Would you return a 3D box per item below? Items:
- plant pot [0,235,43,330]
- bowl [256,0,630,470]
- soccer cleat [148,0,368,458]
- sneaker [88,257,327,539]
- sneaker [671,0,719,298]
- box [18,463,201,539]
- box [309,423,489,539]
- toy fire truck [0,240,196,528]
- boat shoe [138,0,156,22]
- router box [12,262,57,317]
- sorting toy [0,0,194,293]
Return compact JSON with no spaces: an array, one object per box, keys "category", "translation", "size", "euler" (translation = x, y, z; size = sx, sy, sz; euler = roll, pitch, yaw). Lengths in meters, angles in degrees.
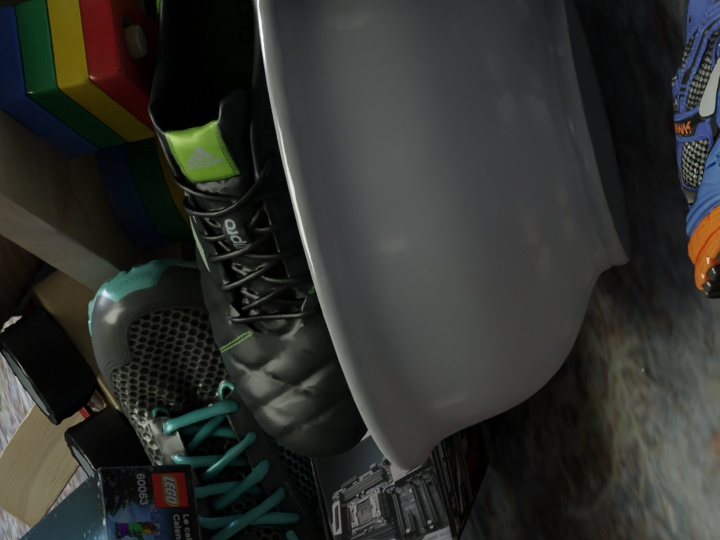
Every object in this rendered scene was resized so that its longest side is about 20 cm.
[{"category":"plant pot","translation":[-0.187,-0.045,1.224],"size":[0.201,0.093,0.201],"euler":[-18,-90,-89]},{"category":"bowl","translation":[0.036,-0.040,0.957],"size":[0.201,0.090,0.201],"euler":[-14,-90,-80]},{"category":"soccer cleat","translation":[-0.039,-0.029,0.987],"size":[0.081,0.067,0.200],"euler":[-26,-74,-67]},{"category":"sneaker","translation":[-0.041,0.082,1.092],"size":[0.091,0.078,0.200],"euler":[-104,-13,-55]},{"category":"sneaker","translation":[0.121,-0.065,0.779],"size":[0.200,0.075,0.078],"euler":[115,140,-60]},{"category":"box","translation":[-0.105,0.167,1.098],"size":[0.200,0.038,0.137],"euler":[139,126,-60]},{"category":"box","translation":[0.000,0.000,1.110],"size":[0.158,0.050,0.200],"euler":[-51,-52,-80]},{"category":"toy fire truck","translation":[-0.093,0.087,1.278],"size":[0.176,0.129,0.200],"euler":[54,169,2]},{"category":"boat shoe","translation":[-0.071,-0.154,1.256],"size":[0.075,0.066,0.199],"euler":[54,-161,-25]},{"category":"router box","translation":[-0.176,-0.097,1.407],"size":[0.149,0.051,0.200],"euler":[-130,38,-56]},{"category":"sorting toy","translation":[-0.095,-0.103,1.069],"size":[0.199,0.070,0.200],"euler":[39,-141,-69]}]
